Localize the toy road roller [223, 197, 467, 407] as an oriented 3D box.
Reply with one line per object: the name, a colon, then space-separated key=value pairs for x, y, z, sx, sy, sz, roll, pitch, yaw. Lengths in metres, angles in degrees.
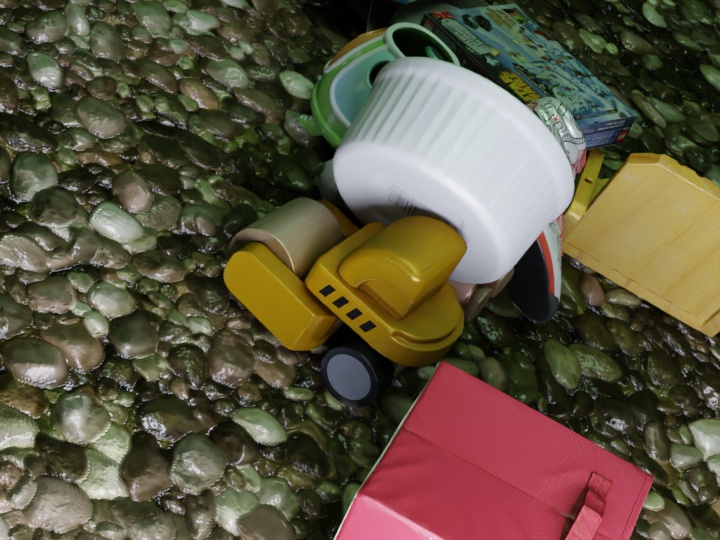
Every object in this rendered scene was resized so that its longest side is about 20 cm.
toy road roller: x=0.000 y=0.000 z=1.394 sx=0.200 sy=0.146 sz=0.123 roll=42 pitch=40 yaw=11

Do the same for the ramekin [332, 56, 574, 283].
ramekin: x=0.073 y=-0.079 z=1.421 sx=0.200 sy=0.200 sz=0.098 roll=34 pitch=67 yaw=2

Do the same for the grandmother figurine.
grandmother figurine: x=0.040 y=-0.036 z=1.532 sx=0.200 sy=0.061 sz=0.121 roll=40 pitch=48 yaw=12

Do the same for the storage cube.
storage cube: x=0.078 y=0.210 z=1.197 sx=0.180 sy=0.200 sz=0.171 roll=29 pitch=39 yaw=6

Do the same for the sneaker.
sneaker: x=0.175 y=-0.061 z=1.550 sx=0.108 sy=0.067 sz=0.201 roll=-30 pitch=111 yaw=-34

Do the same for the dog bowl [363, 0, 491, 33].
dog bowl: x=0.090 y=-0.224 z=1.758 sx=0.200 sy=0.059 sz=0.200 roll=19 pitch=41 yaw=-17

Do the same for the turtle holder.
turtle holder: x=0.040 y=-0.150 z=1.588 sx=0.141 sy=0.132 sz=0.186 roll=0 pitch=49 yaw=-35

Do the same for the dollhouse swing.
dollhouse swing: x=0.317 y=-0.064 z=1.653 sx=0.200 sy=0.176 sz=0.182 roll=30 pitch=39 yaw=-2

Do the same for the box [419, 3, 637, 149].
box: x=0.166 y=-0.195 z=1.683 sx=0.137 sy=0.040 sz=0.200 roll=-12 pitch=49 yaw=-41

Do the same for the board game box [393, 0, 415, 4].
board game box: x=0.028 y=-0.356 z=1.792 sx=0.200 sy=0.056 sz=0.196 roll=22 pitch=32 yaw=30
